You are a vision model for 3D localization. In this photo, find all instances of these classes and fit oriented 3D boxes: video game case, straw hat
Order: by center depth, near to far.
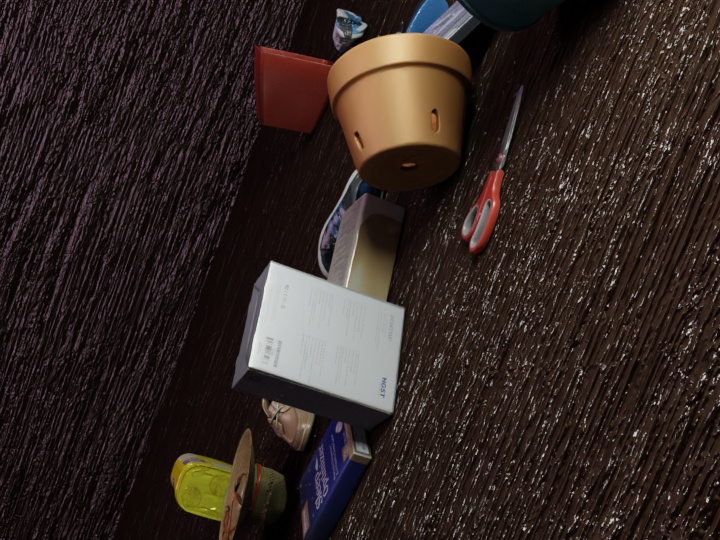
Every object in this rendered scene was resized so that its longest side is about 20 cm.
[{"bbox_3d":[0.133,-0.352,1.243,0.143,0.019,0.200,-44,16,-4],"label":"video game case"},{"bbox_3d":[-0.164,0.363,1.401,0.201,0.084,0.204,-165,90,-77],"label":"straw hat"}]

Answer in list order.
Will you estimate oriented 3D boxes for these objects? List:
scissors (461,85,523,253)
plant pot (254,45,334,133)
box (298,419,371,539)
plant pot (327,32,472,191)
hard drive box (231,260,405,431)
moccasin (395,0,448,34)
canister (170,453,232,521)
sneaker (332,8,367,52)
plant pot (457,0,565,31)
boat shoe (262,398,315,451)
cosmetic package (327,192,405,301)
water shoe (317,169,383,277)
[{"bbox_3d":[0.164,-0.117,1.007,0.073,0.014,0.202,-132,63,-74],"label":"scissors"},{"bbox_3d":[-0.177,-0.450,2.182,0.200,0.197,0.179,-121,42,-69],"label":"plant pot"},{"bbox_3d":[-0.044,0.290,1.192,0.122,0.032,0.202,-105,36,-62],"label":"box"},{"bbox_3d":[0.057,-0.197,1.158,0.200,0.197,0.142,140,130,-59],"label":"plant pot"},{"bbox_3d":[-0.051,0.099,1.126,0.077,0.198,0.158,133,153,-53],"label":"hard drive box"},{"bbox_3d":[0.079,-0.347,1.405,0.068,0.080,0.202,35,105,61],"label":"moccasin"},{"bbox_3d":[-0.276,0.401,1.618,0.200,0.147,0.088,165,123,-73],"label":"canister"},{"bbox_3d":[-0.031,-0.551,2.034,0.201,0.074,0.088,-92,18,-66],"label":"sneaker"},{"bbox_3d":[0.199,-0.380,0.898,0.187,0.198,0.203,-16,55,53],"label":"plant pot"},{"bbox_3d":[-0.124,0.246,1.436,0.200,0.064,0.072,-167,96,-74],"label":"boat shoe"},{"bbox_3d":[0.000,0.000,1.296,0.105,0.070,0.203,146,140,-63],"label":"cosmetic package"},{"bbox_3d":[-0.014,-0.078,1.432,0.203,0.071,0.079,-71,19,0],"label":"water shoe"}]
